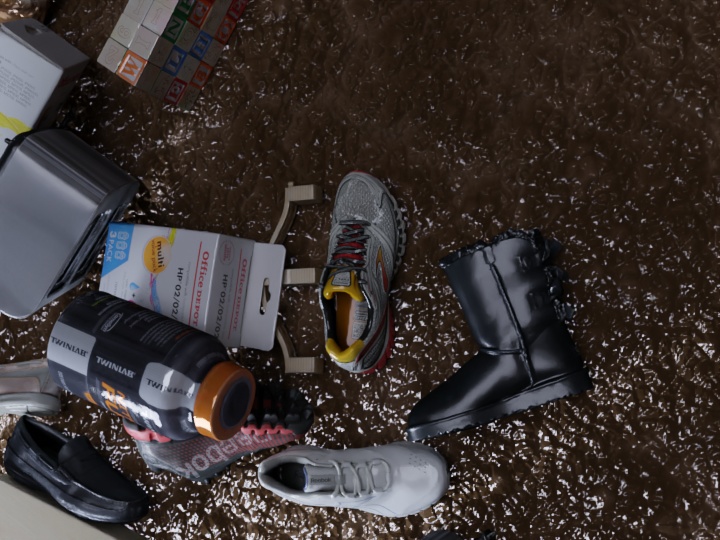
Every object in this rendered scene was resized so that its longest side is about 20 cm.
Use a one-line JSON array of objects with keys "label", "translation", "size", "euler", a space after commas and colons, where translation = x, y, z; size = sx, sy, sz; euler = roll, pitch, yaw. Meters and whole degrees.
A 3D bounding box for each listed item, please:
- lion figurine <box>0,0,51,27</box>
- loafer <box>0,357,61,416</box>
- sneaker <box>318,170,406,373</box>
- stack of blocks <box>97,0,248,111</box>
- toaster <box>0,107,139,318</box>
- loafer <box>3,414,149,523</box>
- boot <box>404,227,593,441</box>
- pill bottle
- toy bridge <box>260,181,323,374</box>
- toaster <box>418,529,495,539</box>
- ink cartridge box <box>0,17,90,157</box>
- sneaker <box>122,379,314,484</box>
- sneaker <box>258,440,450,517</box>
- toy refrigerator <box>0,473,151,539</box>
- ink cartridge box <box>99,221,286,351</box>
[{"label": "lion figurine", "translation": [-0.423, -0.266, 1.225], "size": [0.120, 0.072, 0.204], "euler": [1, 99, 12]}, {"label": "loafer", "translation": [-0.433, 0.135, 1.188], "size": [0.196, 0.072, 0.064], "euler": [-1, 68, 17]}, {"label": "sneaker", "translation": [0.000, 0.000, 1.015], "size": [0.077, 0.082, 0.204], "euler": [-4, 83, 21]}, {"label": "stack of blocks", "translation": [-0.186, -0.285, 1.100], "size": [0.058, 0.115, 0.202], "euler": [32, 96, 21]}, {"label": "toaster", "translation": [-0.337, -0.060, 1.092], "size": [0.118, 0.181, 0.202], "euler": [33, 97, -6]}, {"label": "loafer", "translation": [-0.315, 0.219, 1.124], "size": [0.198, 0.068, 0.072], "euler": [18, 102, 26]}, {"label": "boot", "translation": [0.115, 0.060, 0.968], "size": [0.195, 0.073, 0.165], "euler": [-20, 80, 11]}, {"label": "pill bottle", "translation": [-0.199, 0.097, 0.990], "size": [0.197, 0.106, 0.108], "euler": [18, 91, 26]}, {"label": "toy bridge", "translation": [-0.072, 0.007, 1.072], "size": [0.066, 0.027, 0.204], "euler": [-4, 83, 22]}, {"label": "toaster", "translation": [0.048, 0.324, 0.938], "size": [0.200, 0.129, 0.114], "euler": [-45, 72, 11]}, {"label": "ink cartridge box", "translation": [-0.397, -0.171, 1.141], "size": [0.083, 0.145, 0.201], "euler": [31, 103, -12]}, {"label": "sneaker", "translation": [-0.144, 0.171, 1.062], "size": [0.196, 0.071, 0.099], "euler": [-4, 119, 2]}, {"label": "sneaker", "translation": [-0.010, 0.207, 0.996], "size": [0.197, 0.087, 0.076], "euler": [-6, 80, 20]}, {"label": "toy refrigerator", "translation": [-0.332, 0.297, 1.126], "size": [0.197, 0.070, 0.077], "euler": [18, 85, 21]}, {"label": "ink cartridge box", "translation": [-0.182, 0.016, 1.078], "size": [0.197, 0.068, 0.117], "euler": [6, 88, 31]}]
